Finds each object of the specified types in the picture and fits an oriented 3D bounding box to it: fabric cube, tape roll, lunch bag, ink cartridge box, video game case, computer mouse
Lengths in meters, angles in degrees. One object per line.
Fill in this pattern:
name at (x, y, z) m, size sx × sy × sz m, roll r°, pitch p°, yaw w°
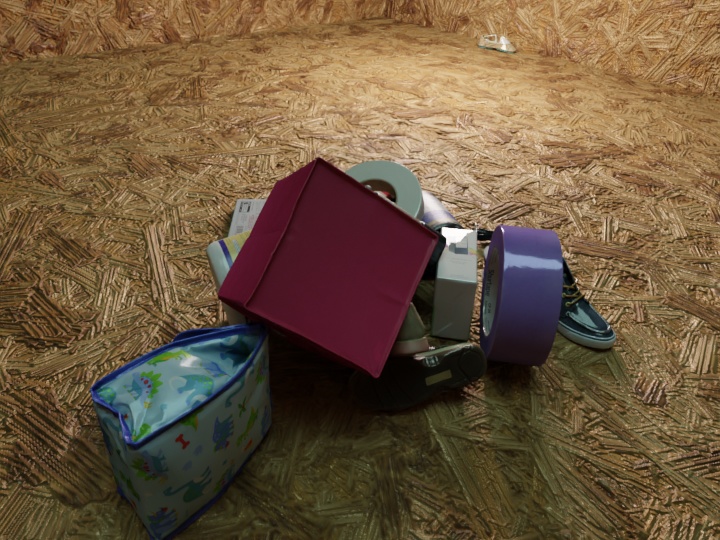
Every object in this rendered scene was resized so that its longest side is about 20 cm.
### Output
fabric cube at (-0.051, 0.000, 0.735) m, size 0.194 × 0.204 × 0.198 m, roll 31°, pitch -11°, yaw -21°
tape roll at (0.021, -0.118, 1.031) m, size 0.197 × 0.037 × 0.207 m, roll -7°, pitch 58°, yaw 11°
lunch bag at (-0.184, 0.168, 0.632) m, size 0.126 × 0.173 × 0.198 m, roll 33°, pitch 44°, yaw 33°
ink cartridge box at (0.162, 0.008, 0.944) m, size 0.065 × 0.120 × 0.202 m, roll 6°, pitch 34°, yaw 8°
video game case at (-0.181, -0.096, 1.156) m, size 0.177 × 0.022 × 0.202 m, roll 0°, pitch 33°, yaw -5°
computer mouse at (0.279, -0.032, 1.079) m, size 0.107 × 0.045 × 0.202 m, roll 9°, pitch 34°, yaw 6°
tape roll at (0.237, 0.037, 0.832) m, size 0.082 × 0.204 × 0.202 m, roll 5°, pitch 33°, yaw 5°

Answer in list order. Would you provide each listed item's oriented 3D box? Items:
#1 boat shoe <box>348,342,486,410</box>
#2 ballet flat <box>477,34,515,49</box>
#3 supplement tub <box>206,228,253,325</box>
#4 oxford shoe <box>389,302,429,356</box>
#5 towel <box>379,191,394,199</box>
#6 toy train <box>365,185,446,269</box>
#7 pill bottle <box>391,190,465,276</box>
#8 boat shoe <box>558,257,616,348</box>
boat shoe at (0.078, 0.150, 0.789) m, size 0.196 × 0.077 × 0.075 m, roll -8°, pitch 2°, yaw -7°
ballet flat at (0.671, -1.117, 2.694) m, size 0.196 × 0.067 × 0.071 m, roll 19°, pitch 36°, yaw 22°
supplement tub at (-0.135, -0.002, 0.888) m, size 0.196 × 0.148 × 0.146 m, roll -20°, pitch 39°, yaw -17°
oxford shoe at (0.045, 0.078, 0.801) m, size 0.069 × 0.076 × 0.199 m, roll -7°, pitch -2°, yaw -21°
towel at (0.006, -0.134, 1.126) m, size 0.197 × 0.023 × 0.144 m, roll -32°, pitch 20°, yaw -2°
toy train at (0.048, -0.071, 0.890) m, size 0.198 × 0.087 × 0.114 m, roll 32°, pitch -6°, yaw -22°
pill bottle at (0.126, -0.087, 1.087) m, size 0.109 × 0.114 × 0.201 m, roll -7°, pitch 34°, yaw -15°
boat shoe at (0.349, 0.044, 0.931) m, size 0.070 × 0.093 × 0.200 m, roll -19°, pitch 40°, yaw -30°
